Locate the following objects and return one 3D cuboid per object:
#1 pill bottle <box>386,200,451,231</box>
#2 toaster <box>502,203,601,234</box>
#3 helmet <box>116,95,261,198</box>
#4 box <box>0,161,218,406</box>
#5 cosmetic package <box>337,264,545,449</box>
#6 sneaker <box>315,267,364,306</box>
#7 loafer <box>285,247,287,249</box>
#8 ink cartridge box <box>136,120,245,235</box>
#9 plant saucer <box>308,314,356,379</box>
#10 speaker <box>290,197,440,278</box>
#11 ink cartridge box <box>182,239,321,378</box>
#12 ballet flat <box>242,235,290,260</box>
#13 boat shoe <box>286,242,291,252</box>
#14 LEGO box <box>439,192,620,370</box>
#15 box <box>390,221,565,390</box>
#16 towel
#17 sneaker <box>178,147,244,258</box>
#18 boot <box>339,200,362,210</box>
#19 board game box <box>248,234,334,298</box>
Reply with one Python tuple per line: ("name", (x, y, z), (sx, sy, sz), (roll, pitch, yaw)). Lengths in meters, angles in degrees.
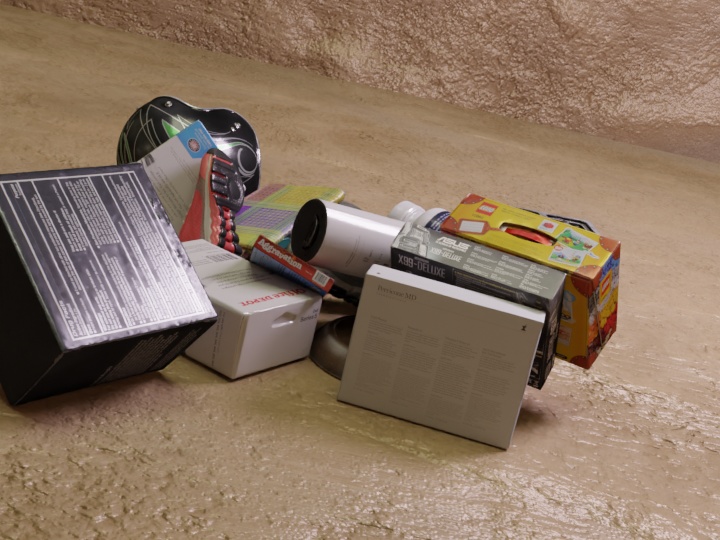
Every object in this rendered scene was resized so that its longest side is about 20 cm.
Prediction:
("pill bottle", (0.129, -0.024, 1.704), (0.200, 0.112, 0.111), (30, 24, 27))
("toaster", (0.275, -0.021, 1.819), (0.180, 0.119, 0.200), (10, 18, -7))
("helmet", (-0.261, -0.152, 1.713), (0.190, 0.201, 0.200), (4, 19, -35))
("box", (-0.287, 0.008, 1.182), (0.198, 0.123, 0.201), (-10, 66, -51))
("cosmetic package", (0.088, 0.093, 1.284), (0.199, 0.152, 0.052), (16, 18, 7))
("sneaker", (0.021, -0.006, 1.509), (0.200, 0.116, 0.075), (27, -17, -37))
("loafer", (-0.032, -0.005, 1.650), (0.072, 0.073, 0.200), (35, 36, 31))
("ink cartridge box", (-0.271, -0.098, 1.575), (0.200, 0.116, 0.067), (-37, 12, -17))
("plant saucer", (0.034, 0.098, 1.430), (0.199, 0.032, 0.200), (13, 18, -4))
("speaker", (0.016, -0.028, 1.423), (0.199, 0.082, 0.081), (13, 15, -34))
("ink cartridge box", (-0.168, 0.041, 1.371), (0.199, 0.084, 0.145), (24, 21, 31))
("ballet flat", (-0.110, -0.044, 1.641), (0.069, 0.070, 0.200), (26, 42, 36))
("boat shoe", (0.000, 0.000, 1.570), (0.200, 0.061, 0.072), (24, 45, -18))
("LEGO box", (0.200, 0.012, 1.392), (0.199, 0.149, 0.077), (21, 50, 28))
("box", (0.132, 0.042, 1.359), (0.199, 0.158, 0.050), (19, 49, 20))
("towel", (-0.126, -0.074, 1.622), (0.143, 0.023, 0.200), (8, 31, 34))
("sneaker", (-0.206, -0.065, 1.524), (0.086, 0.201, 0.074), (-12, -22, 26))
("boot", (-0.052, -0.071, 1.817), (0.181, 0.073, 0.200), (22, 21, -18))
("board game box", (-0.090, 0.008, 1.436), (0.103, 0.019, 0.200), (33, -12, -2))
